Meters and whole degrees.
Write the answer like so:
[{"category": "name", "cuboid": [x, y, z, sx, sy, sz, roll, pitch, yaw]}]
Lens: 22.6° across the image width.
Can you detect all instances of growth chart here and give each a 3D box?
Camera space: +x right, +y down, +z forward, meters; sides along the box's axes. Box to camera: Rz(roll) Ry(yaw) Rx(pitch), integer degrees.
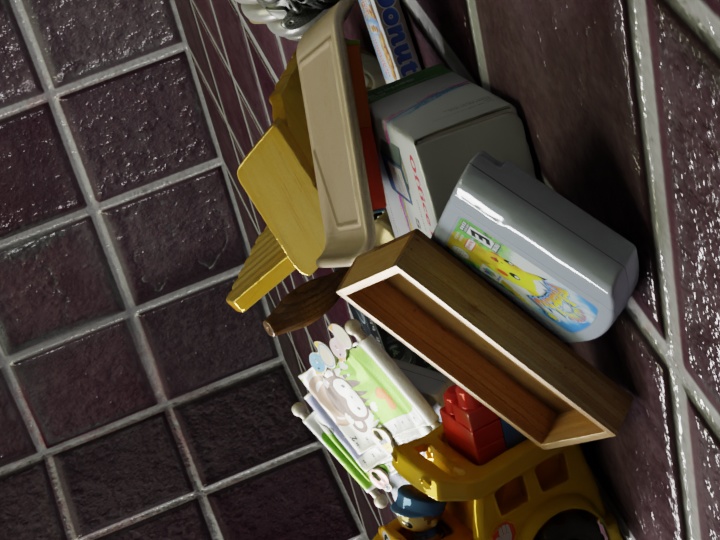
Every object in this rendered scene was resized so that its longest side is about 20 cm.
[{"category": "growth chart", "cuboid": [0.003, 0.123, 1.575, 0.145, 0.018, 0.200, 45, 149, 5]}]

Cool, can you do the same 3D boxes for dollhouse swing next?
[{"category": "dollhouse swing", "cuboid": [-0.084, -0.092, 1.738, 0.182, 0.175, 0.201, 56, -151, -22]}]

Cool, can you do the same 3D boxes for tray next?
[{"category": "tray", "cuboid": [0.087, 0.051, 1.264, 0.199, 0.037, 0.098, 37, 156, -15]}]

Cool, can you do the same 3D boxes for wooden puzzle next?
[{"category": "wooden puzzle", "cuboid": [-0.015, -0.104, 1.426, 0.185, 0.037, 0.202, 178, 88, -79]}]

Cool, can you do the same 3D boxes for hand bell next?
[{"category": "hand bell", "cuboid": [0.000, 0.000, 1.539, 0.104, 0.199, 0.105, 43, 154, 27]}]

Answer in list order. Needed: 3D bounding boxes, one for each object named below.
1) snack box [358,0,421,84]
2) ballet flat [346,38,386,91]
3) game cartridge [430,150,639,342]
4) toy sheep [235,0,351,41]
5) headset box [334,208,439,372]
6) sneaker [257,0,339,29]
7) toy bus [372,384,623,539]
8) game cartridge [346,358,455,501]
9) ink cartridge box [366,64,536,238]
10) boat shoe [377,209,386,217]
[{"category": "snack box", "cuboid": [0.026, -0.201, 1.560, 0.072, 0.024, 0.202, -136, 26, -75]}, {"category": "ballet flat", "cuboid": [0.021, -0.147, 1.660, 0.201, 0.068, 0.063, 62, 149, 17]}, {"category": "game cartridge", "cuboid": [0.112, -0.008, 1.170, 0.133, 0.041, 0.200, 30, 168, 3]}, {"category": "toy sheep", "cuboid": [-0.063, -0.275, 1.621, 0.201, 0.137, 0.138, 57, 179, -28]}, {"category": "headset box", "cuboid": [0.044, 0.037, 1.827, 0.174, 0.092, 0.202, 178, 71, -83]}, {"category": "sneaker", "cuboid": [-0.033, -0.239, 1.397, 0.077, 0.114, 0.199, 59, 179, -3]}, {"category": "toy bus", "cuboid": [0.088, 0.174, 1.423, 0.136, 0.199, 0.193, 33, 146, 56]}, {"category": "game cartridge", "cuboid": [0.067, 0.163, 1.591, 0.132, 0.042, 0.201, 12, 135, 38]}, {"category": "ink cartridge box", "cuboid": [0.072, -0.063, 1.370, 0.200, 0.087, 0.147, -135, 26, -70]}, {"category": "boat shoe", "cuboid": [0.054, -0.019, 1.704, 0.073, 0.062, 0.202, 162, 88, -83]}]
